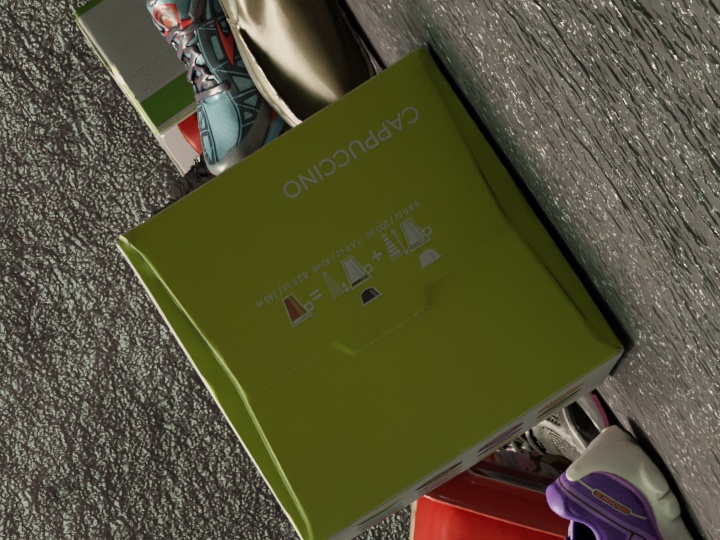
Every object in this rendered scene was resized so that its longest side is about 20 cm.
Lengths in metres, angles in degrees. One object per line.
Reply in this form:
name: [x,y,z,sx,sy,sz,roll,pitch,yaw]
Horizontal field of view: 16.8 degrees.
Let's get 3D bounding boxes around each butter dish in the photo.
butter dish: [0.111,0.224,1.767,0.199,0.148,0.199,15,-177,-6]

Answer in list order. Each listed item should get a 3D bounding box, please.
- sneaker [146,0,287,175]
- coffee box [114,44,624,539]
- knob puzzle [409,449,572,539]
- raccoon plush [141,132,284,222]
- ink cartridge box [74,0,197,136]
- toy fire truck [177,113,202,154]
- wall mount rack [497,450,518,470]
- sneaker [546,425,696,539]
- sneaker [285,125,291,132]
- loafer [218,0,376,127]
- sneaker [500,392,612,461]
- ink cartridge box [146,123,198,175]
sneaker: [-0.106,-0.154,1.623,0.095,0.079,0.201,13,-118,-41]
coffee box: [0.007,0.024,1.364,0.200,0.199,0.198,57,178,7]
knob puzzle: [0.128,0.187,1.906,0.220,0.219,0.030,56,138,17]
raccoon plush: [-0.086,-0.051,1.761,0.097,0.200,0.134,39,172,-5]
ink cartridge box: [-0.106,-0.161,1.773,0.076,0.148,0.200,58,177,-38]
toy fire truck: [-0.070,-0.121,2.287,0.200,0.112,0.168,57,-164,17]
wall mount rack: [0.078,0.043,1.792,0.200,0.074,0.174,54,180,25]
sneaker: [0.168,0.177,1.545,0.200,0.083,0.081,57,178,-40]
sneaker: [-0.079,-0.164,1.885,0.091,0.076,0.200,28,-169,-45]
loafer: [-0.054,-0.166,1.557,0.200,0.075,0.070,55,180,-1]
sneaker: [0.095,0.094,1.640,0.200,0.086,0.080,34,164,49]
ink cartridge box: [-0.168,-0.198,2.564,0.083,0.146,0.200,56,179,-39]
